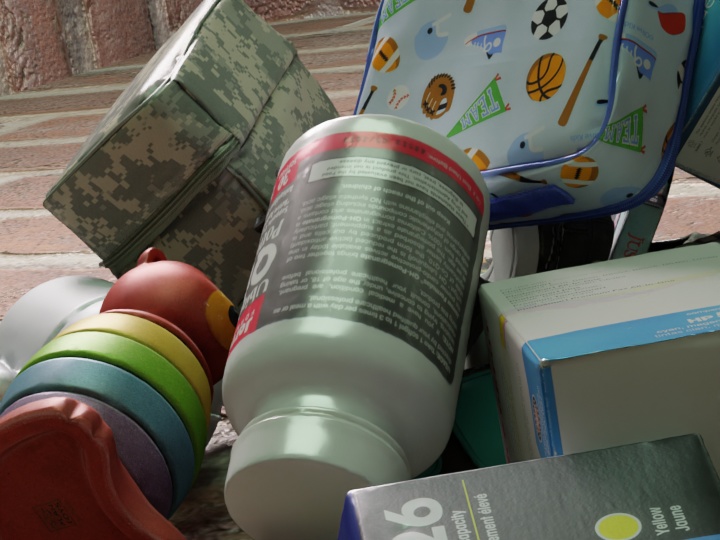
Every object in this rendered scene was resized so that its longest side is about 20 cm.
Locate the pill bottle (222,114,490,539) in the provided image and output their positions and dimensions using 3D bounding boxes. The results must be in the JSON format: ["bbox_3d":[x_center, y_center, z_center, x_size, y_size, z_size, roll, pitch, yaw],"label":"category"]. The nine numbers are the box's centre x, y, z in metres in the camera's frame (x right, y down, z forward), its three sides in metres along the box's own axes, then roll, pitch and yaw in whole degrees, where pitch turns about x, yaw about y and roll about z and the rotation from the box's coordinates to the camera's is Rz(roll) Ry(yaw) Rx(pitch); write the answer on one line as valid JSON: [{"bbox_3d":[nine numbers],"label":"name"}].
[{"bbox_3d":[-0.004,0.032,1.004,0.110,0.111,0.201,-6,47,21],"label":"pill bottle"}]

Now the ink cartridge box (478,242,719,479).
[{"bbox_3d":[0.132,0.069,0.962,0.124,0.130,0.200,-10,12,-3],"label":"ink cartridge box"}]

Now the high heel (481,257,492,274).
[{"bbox_3d":[0.045,0.057,1.319,0.198,0.072,0.143,7,41,16],"label":"high heel"}]

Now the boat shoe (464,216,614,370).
[{"bbox_3d":[0.098,0.022,1.207,0.060,0.076,0.200,-1,-22,-8],"label":"boat shoe"}]

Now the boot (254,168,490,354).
[{"bbox_3d":[0.000,0.000,1.168,0.070,0.131,0.200,-56,9,-3],"label":"boot"}]

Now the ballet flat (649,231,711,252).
[{"bbox_3d":[0.176,-0.011,1.454,0.199,0.057,0.066,-1,16,37],"label":"ballet flat"}]

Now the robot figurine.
[{"bbox_3d":[-0.151,0.065,1.256,0.168,0.114,0.200,-2,7,-26],"label":"robot figurine"}]

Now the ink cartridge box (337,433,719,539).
[{"bbox_3d":[0.052,0.143,0.767,0.198,0.047,0.198,-8,32,-4],"label":"ink cartridge box"}]

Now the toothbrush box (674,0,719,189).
[{"bbox_3d":[0.188,-0.142,1.153,0.085,0.147,0.200,23,16,-27],"label":"toothbrush box"}]

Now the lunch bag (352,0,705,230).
[{"bbox_3d":[0.080,-0.094,1.110,0.199,0.162,0.075,-9,-27,44],"label":"lunch bag"}]

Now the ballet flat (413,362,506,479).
[{"bbox_3d":[0.039,0.097,1.079,0.198,0.075,0.074,-14,13,-23],"label":"ballet flat"}]

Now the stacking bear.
[{"bbox_3d":[-0.120,0.068,1.091,0.113,0.122,0.200,-19,25,29],"label":"stacking bear"}]

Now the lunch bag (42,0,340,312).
[{"bbox_3d":[-0.086,-0.057,1.351,0.139,0.168,0.200,-44,11,27],"label":"lunch bag"}]

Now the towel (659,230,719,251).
[{"bbox_3d":[0.266,0.025,1.168,0.164,0.086,0.200,-18,16,-23],"label":"towel"}]

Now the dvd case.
[{"bbox_3d":[0.153,-0.015,1.240,0.022,0.147,0.200,19,28,3],"label":"dvd case"}]
